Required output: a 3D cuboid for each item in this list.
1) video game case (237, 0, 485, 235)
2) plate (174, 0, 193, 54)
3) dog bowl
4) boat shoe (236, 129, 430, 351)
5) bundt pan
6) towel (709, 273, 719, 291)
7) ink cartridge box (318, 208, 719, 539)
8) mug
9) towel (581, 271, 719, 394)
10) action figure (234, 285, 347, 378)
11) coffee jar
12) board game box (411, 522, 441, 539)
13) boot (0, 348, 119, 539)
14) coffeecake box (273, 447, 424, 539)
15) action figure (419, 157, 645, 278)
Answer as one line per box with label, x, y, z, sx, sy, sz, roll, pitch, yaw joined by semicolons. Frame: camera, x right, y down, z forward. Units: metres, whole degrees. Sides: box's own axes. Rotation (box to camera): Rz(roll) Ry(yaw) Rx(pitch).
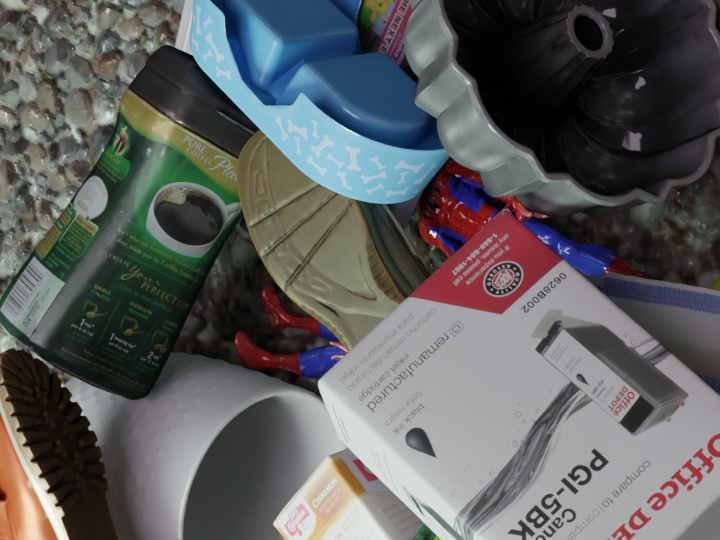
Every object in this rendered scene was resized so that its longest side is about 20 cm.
video game case;-0.022;-0.106;1.344;0.182;0.023;0.201;38;112;32
plate;-0.047;-0.127;1.403;0.199;0.032;0.201;22;105;28
dog bowl;-0.023;-0.112;1.266;0.200;0.111;0.050;45;129;29
boat shoe;0.002;-0.001;1.286;0.073;0.063;0.201;-41;86;22
bundt pan;0.106;-0.117;1.221;0.076;0.201;0.203;-33;76;52
towel;0.229;0.087;1.256;0.144;0.023;0.201;42;114;21
ink cartridge box;0.099;0.089;1.154;0.147;0.083;0.200;-43;64;-12
mug;-0.134;0.140;1.387;0.175;0.200;0.148;16;138;42
towel;0.171;0.099;1.195;0.146;0.024;0.201;9;66;15
action figure;0.016;0.043;1.360;0.199;0.066;0.052;6;134;31
coffee jar;-0.127;-0.030;1.322;0.201;0.104;0.085;-58;34;4
board game box;0.102;0.136;1.218;0.105;0.200;0.023;35;156;10
boot;-0.197;0.150;1.282;0.107;0.075;0.201;-18;92;23
coffeecake box;0.071;0.183;1.280;0.200;0.153;0.073;52;130;17
action figure;0.091;-0.016;1.311;0.200;0.052;0.066;33;115;27
